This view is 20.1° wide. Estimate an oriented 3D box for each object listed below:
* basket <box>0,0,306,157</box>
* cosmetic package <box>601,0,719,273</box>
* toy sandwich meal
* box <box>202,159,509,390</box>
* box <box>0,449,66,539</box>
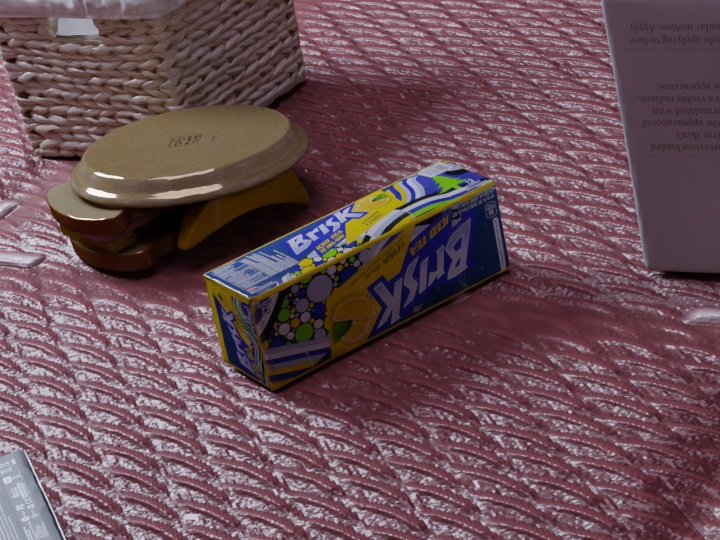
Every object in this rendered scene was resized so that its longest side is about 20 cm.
[{"bbox_3d":[-0.178,-0.202,1.722,0.197,0.162,0.200,5,30,33],"label":"basket"},{"bbox_3d":[0.271,-0.119,1.304,0.164,0.201,0.165,3,30,30],"label":"cosmetic package"},{"bbox_3d":[-0.132,-0.064,1.538,0.204,0.071,0.205,-8,22,3],"label":"toy sandwich meal"},{"bbox_3d":[0.000,0.000,1.336,0.199,0.070,0.064,-26,30,-26],"label":"box"},{"bbox_3d":[-0.233,0.183,1.105,0.159,0.045,0.200,-20,26,-14],"label":"box"}]
